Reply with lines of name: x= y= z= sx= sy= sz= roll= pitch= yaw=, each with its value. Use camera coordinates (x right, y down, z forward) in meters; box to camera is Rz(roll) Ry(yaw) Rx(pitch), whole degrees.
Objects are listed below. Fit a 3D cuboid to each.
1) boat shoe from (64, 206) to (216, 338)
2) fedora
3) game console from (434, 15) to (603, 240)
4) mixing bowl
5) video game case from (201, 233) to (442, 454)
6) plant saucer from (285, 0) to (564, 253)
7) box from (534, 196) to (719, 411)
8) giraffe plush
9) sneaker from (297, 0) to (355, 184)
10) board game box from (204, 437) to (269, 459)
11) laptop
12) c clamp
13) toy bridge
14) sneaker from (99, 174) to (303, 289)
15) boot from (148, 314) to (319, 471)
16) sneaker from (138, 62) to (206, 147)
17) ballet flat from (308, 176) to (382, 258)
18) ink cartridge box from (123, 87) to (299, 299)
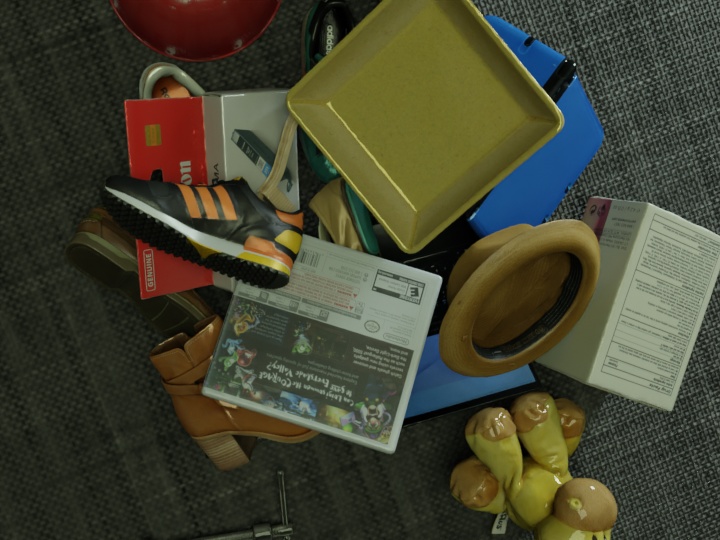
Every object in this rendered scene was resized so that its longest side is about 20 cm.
boat shoe: x=-0.214 y=0.008 z=1.003 sx=0.200 sy=0.072 sz=0.068 roll=44 pitch=45 yaw=-25
fedora: x=0.152 y=0.017 z=0.970 sx=0.199 sy=0.082 sz=0.202 roll=-18 pitch=134 yaw=-19
game console: x=0.146 y=-0.137 z=1.013 sx=0.170 sy=0.118 sz=0.201 roll=35 pitch=79 yaw=16
mixing bowl: x=-0.173 y=-0.325 z=0.977 sx=0.197 sy=0.108 sz=0.203 roll=-1 pitch=94 yaw=-8
video game case: x=-0.037 y=0.065 z=0.939 sx=0.198 sy=0.023 sz=0.184 roll=17 pitch=77 yaw=2
plant saucer: x=0.061 y=-0.154 z=0.909 sx=0.200 sy=0.048 sz=0.201 roll=-40 pitch=90 yaw=17
box: x=0.298 y=0.035 z=1.044 sx=0.127 sy=0.109 sz=0.202 roll=20 pitch=90 yaw=-24
giraffe plush: x=0.201 y=0.251 z=0.997 sx=0.171 sy=0.162 sz=0.202 roll=-14 pitch=120 yaw=-20
sneaker: x=-0.031 y=-0.192 z=1.014 sx=0.070 sy=0.080 sz=0.203 roll=-6 pitch=93 yaw=-11
board game box: x=-0.089 y=0.130 z=1.043 sx=0.198 sy=0.023 sz=0.106 roll=-15 pitch=93 yaw=-1
laptop: x=0.084 y=0.043 z=1.029 sx=0.175 sy=0.103 sz=0.202 roll=-14 pitch=103 yaw=-7
c clamp: x=-0.166 y=0.325 z=1.053 sx=0.197 sy=0.027 sz=0.173 roll=-13 pitch=99 yaw=-8
toy bridge: x=-0.040 y=-0.145 z=0.965 sx=0.200 sy=0.027 sz=0.067 roll=-49 pitch=120 yaw=-9
sneaker: x=-0.149 y=-0.058 z=0.914 sx=0.198 sy=0.070 sz=0.091 roll=24 pitch=66 yaw=-9
boot: x=-0.108 y=0.106 z=0.986 sx=0.198 sy=0.077 sz=0.156 roll=-25 pitch=107 yaw=14
sneaker: x=-0.170 y=-0.130 z=1.002 sx=0.078 sy=0.079 sz=0.201 roll=-38 pitch=98 yaw=-6
ballet flat: x=0.000 y=0.000 z=1.007 sx=0.063 sy=0.068 sz=0.202 roll=-26 pitch=76 yaw=19
ink cartridge box: x=-0.143 y=-0.078 z=0.959 sx=0.175 sy=0.044 sz=0.203 roll=-13 pitch=108 yaw=-38
